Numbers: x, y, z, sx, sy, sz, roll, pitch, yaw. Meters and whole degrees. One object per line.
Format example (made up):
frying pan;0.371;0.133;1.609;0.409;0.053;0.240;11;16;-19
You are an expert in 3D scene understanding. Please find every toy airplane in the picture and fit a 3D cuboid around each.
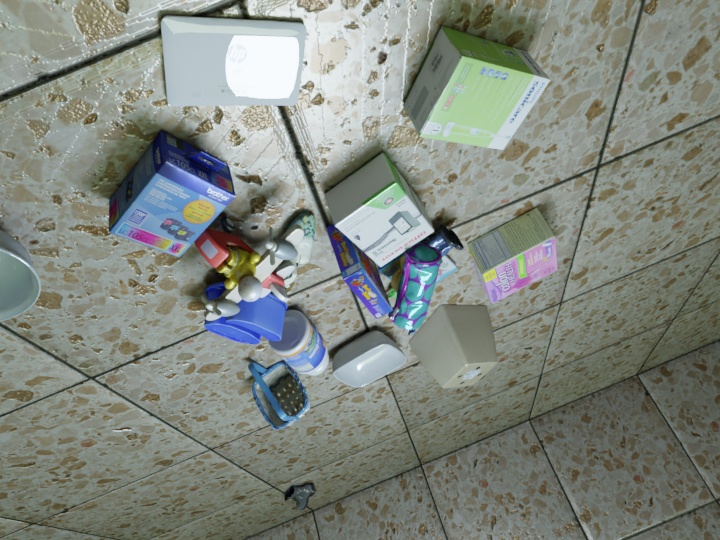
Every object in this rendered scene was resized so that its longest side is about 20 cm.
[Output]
toy airplane;-0.201;0.010;0.974;0.192;0.143;0.205;-5;128;-16

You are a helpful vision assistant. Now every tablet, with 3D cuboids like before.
tablet;-0.176;-0.290;0.747;0.194;0.014;0.132;-8;143;-22

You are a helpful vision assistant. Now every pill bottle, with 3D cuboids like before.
pill bottle;-0.147;0.192;1.330;0.109;0.114;0.201;-24;147;4

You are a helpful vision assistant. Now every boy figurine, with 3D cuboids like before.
boy figurine;0.139;-0.019;1.222;0.199;0.066;0.123;-42;144;22

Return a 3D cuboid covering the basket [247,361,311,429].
basket;-0.224;0.336;1.438;0.138;0.178;0.200;-39;159;1

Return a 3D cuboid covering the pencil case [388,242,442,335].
pencil case;0.118;0.039;1.170;0.090;0.085;0.205;-15;133;-31

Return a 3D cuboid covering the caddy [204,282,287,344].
caddy;-0.247;0.084;1.139;0.137;0.109;0.199;-10;153;29

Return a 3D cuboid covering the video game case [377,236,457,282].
video game case;0.146;-0.007;1.313;0.141;0.018;0.199;-35;144;16

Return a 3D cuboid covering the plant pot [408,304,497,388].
plant pot;0.295;0.239;1.592;0.194;0.181;0.202;3;140;-32

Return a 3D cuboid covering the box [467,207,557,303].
box;0.392;-0.033;1.349;0.195;0.099;0.177;-27;146;8

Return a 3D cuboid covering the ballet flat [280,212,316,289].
ballet flat;-0.136;-0.026;1.080;0.072;0.076;0.201;5;138;-34

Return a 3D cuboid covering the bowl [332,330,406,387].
bowl;0.020;0.254;1.546;0.197;0.076;0.200;-31;145;11

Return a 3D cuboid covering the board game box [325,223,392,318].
board game box;0.000;0.000;1.133;0.044;0.137;0.201;-25;147;8

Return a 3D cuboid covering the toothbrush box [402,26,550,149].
toothbrush box;0.192;-0.297;0.884;0.194;0.088;0.147;0;140;-29

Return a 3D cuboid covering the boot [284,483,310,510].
boot;-0.303;1.066;2.484;0.128;0.071;0.204;5;126;-31

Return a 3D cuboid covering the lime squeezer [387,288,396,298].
lime squeezer;0.102;0.070;1.328;0.037;0.073;0.197;-2;-175;-38

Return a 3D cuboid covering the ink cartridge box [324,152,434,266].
ink cartridge box;0.042;-0.113;1.049;0.143;0.086;0.199;-32;145;15

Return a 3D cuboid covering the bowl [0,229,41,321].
bowl;-0.603;-0.011;0.811;0.194;0.092;0.204;-15;146;-10

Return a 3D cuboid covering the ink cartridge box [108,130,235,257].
ink cartridge box;-0.295;-0.127;0.847;0.199;0.078;0.135;-41;142;23
